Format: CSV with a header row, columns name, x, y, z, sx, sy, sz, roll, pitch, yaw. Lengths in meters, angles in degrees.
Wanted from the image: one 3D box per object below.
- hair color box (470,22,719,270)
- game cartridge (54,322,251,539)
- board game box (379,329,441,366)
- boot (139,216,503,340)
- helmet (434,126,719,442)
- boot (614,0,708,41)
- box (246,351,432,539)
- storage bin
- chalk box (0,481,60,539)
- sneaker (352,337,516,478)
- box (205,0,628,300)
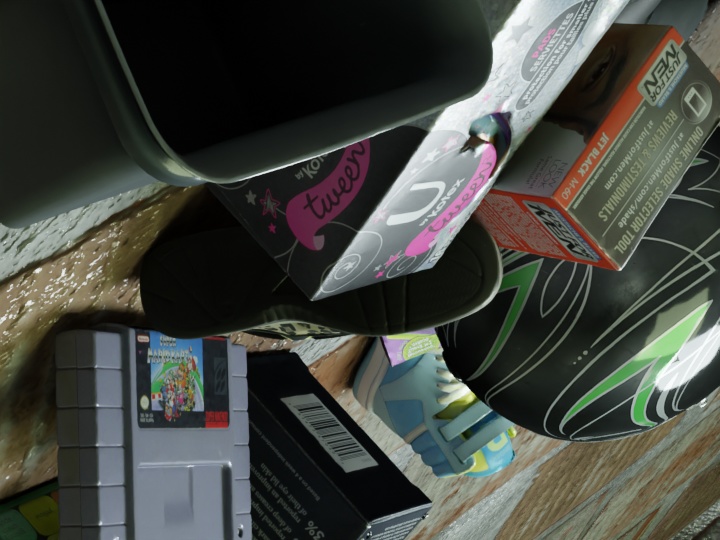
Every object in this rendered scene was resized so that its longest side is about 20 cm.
name,x,y,z,sx,sy,sz,roll,pitch,yaw
hair color box,0.087,-0.072,1.098,0.064,0.200,0.111,44,74,-30
game cartridge,-0.112,0.098,1.196,0.200,0.038,0.130,11,80,-69
board game box,0.094,-0.023,1.322,0.200,0.032,0.120,-22,127,-4
boot,-0.001,-0.001,1.161,0.203,0.074,0.154,-6,180,22
helmet,0.137,-0.002,1.204,0.200,0.200,0.191,-39,158,-15
boot,0.171,-0.173,1.260,0.198,0.073,0.162,-44,161,25
box,-0.079,0.176,1.386,0.200,0.148,0.104,-49,162,19
storage bin,-0.072,-0.098,0.841,0.134,0.146,0.200,-23,-179,42
chalk box,-0.183,0.210,1.279,0.125,0.124,0.200,-17,147,-53
sneaker,0.073,0.071,1.501,0.079,0.131,0.200,-32,158,-30
box,0.016,-0.104,0.982,0.115,0.132,0.200,-15,147,-54
